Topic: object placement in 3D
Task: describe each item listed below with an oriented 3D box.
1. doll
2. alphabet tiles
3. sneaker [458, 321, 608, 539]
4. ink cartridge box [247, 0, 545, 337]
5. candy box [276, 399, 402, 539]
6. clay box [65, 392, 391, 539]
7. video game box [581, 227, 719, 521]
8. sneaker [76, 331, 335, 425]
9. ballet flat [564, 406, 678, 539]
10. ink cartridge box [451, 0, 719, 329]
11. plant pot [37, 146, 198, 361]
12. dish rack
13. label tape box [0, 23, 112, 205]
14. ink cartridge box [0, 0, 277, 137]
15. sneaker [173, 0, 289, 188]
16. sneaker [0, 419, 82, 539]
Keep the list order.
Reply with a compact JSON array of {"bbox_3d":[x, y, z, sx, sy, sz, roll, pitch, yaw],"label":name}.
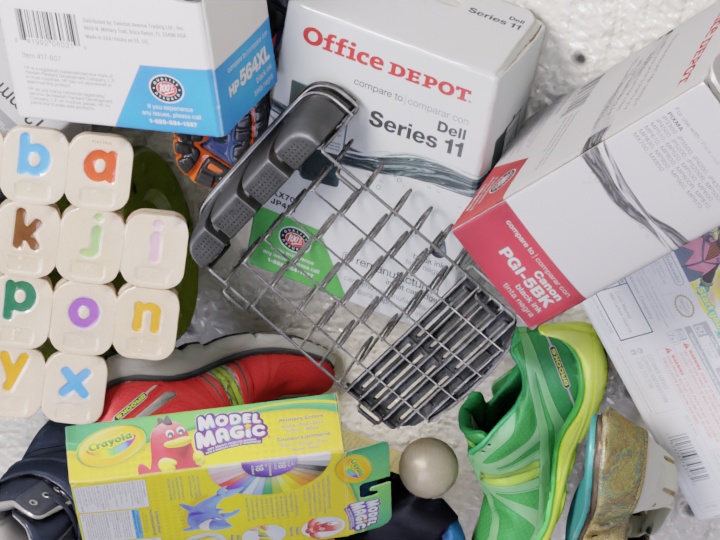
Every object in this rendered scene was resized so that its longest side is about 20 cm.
[{"bbox_3d":[0.012,0.186,1.788,0.136,0.048,0.201,33,129,7],"label":"doll"},{"bbox_3d":[-0.209,0.002,1.662,0.198,0.015,0.197,5,114,-7],"label":"alphabet tiles"},{"bbox_3d":[0.099,0.114,1.746,0.083,0.074,0.201,11,119,-9],"label":"sneaker"},{"bbox_3d":[0.019,-0.080,1.667,0.146,0.083,0.201,20,126,14],"label":"ink cartridge box"},{"bbox_3d":[-0.064,0.151,1.872,0.199,0.055,0.116,22,126,13],"label":"candy box"},{"bbox_3d":[-0.081,0.132,1.697,0.198,0.048,0.115,-7,147,-4],"label":"clay box"},{"bbox_3d":[0.247,0.046,1.654,0.181,0.047,0.201,-16,111,37],"label":"video game box"},{"bbox_3d":[-0.101,0.093,1.774,0.077,0.199,0.085,-33,69,53],"label":"sneaker"},{"bbox_3d":[0.169,0.138,1.701,0.070,0.071,0.200,25,159,11],"label":"ballet flat"},{"bbox_3d":[0.169,-0.069,1.556,0.199,0.147,0.083,-31,104,38],"label":"ink cartridge box"},{"bbox_3d":[-0.217,-0.002,1.784,0.192,0.201,0.202,-9,116,17],"label":"plant pot"},{"bbox_3d":[0.000,0.000,1.642,0.200,0.055,0.153,41,131,-6],"label":"dish rack"},{"bbox_3d":[-0.253,-0.107,1.699,0.143,0.200,0.066,41,157,13],"label":"label tape box"},{"bbox_3d":[-0.139,-0.190,1.570,0.145,0.084,0.201,8,122,25],"label":"ink cartridge box"},{"bbox_3d":[-0.080,-0.156,1.679,0.075,0.079,0.201,12,110,-8],"label":"sneaker"},{"bbox_3d":[-0.153,0.159,1.796,0.201,0.146,0.077,6,119,23],"label":"sneaker"}]
